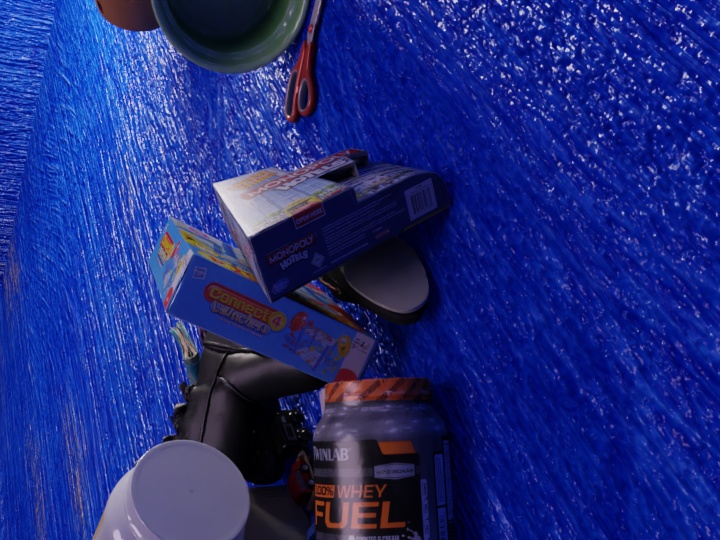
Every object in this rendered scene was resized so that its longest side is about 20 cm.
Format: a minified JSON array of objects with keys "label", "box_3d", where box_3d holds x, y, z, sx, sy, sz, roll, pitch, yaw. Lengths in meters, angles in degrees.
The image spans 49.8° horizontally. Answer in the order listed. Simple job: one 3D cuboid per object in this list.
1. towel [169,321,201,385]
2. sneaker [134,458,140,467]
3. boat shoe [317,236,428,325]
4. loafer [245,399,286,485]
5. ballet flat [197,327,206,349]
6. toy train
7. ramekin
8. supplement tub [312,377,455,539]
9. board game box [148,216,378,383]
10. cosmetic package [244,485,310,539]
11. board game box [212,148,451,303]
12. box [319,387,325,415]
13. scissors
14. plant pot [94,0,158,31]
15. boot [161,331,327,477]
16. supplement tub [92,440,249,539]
[{"label":"towel","box_3d":[-0.205,0.181,1.024,0.146,0.021,0.205,-148,42,-65]},{"label":"sneaker","box_3d":[-0.327,0.389,1.244,0.200,0.072,0.091,-142,62,-64]},{"label":"boat shoe","box_3d":[0.002,-0.001,0.773,0.201,0.073,0.064,37,147,45]},{"label":"loafer","box_3d":[-0.134,0.162,0.956,0.067,0.070,0.205,-20,67,10]},{"label":"ballet flat","box_3d":[-0.188,0.113,1.066,0.072,0.067,0.202,100,154,-42]},{"label":"toy train","box_3d":[-0.058,0.233,0.851,0.035,0.045,0.201,-63,39,31]},{"label":"ramekin","box_3d":[-0.167,-0.360,0.966,0.098,0.196,0.204,55,131,55]},{"label":"supplement tub","box_3d":[0.020,0.198,0.663,0.122,0.120,0.206,-21,69,55]},{"label":"board game box","box_3d":[-0.104,0.029,0.774,0.057,0.197,0.195,-62,24,3]},{"label":"cosmetic package","box_3d":[-0.091,0.325,0.842,0.199,0.102,0.075,38,117,52]},{"label":"board game box","box_3d":[-0.052,-0.063,0.735,0.199,0.197,0.063,22,135,55]},{"label":"box","box_3d":[-0.004,0.214,0.775,0.041,0.038,0.205,-34,58,49]},{"label":"scissors","box_3d":[-0.066,-0.285,0.954,0.073,0.014,0.206,18,103,59]},{"label":"plant pot","box_3d":[-0.398,-0.523,1.370,0.141,0.195,0.204,112,147,-53]},{"label":"boot","box_3d":[-0.128,0.161,0.872,0.194,0.073,0.166,6,74,32]},{"label":"supplement tub","box_3d":[-0.203,0.288,0.799,0.202,0.143,0.147,-60,41,32]}]
